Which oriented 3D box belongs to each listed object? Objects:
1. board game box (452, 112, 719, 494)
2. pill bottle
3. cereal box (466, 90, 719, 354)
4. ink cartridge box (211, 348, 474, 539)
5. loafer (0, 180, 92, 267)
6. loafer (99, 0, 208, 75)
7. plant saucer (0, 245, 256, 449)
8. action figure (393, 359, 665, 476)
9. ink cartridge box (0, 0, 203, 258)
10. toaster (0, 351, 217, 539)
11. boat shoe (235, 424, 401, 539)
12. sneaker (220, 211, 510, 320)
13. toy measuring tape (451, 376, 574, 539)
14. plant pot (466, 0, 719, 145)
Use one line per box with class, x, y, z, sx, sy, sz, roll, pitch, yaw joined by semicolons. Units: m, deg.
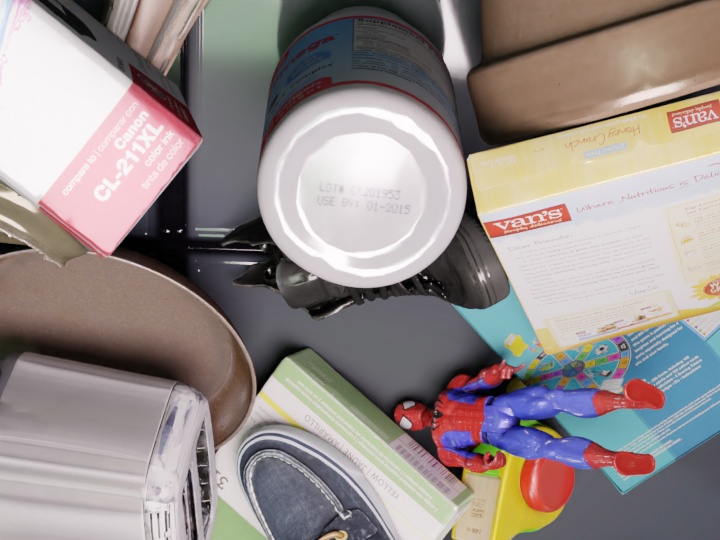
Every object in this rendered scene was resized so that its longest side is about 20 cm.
board game box;0.159;0.021;1.169;0.150;0.047;0.200;-35;109;22
pill bottle;0.001;-0.078;1.051;0.107;0.200;0.110;0;113;0
cereal box;0.147;-0.022;1.034;0.142;0.040;0.200;-14;153;9
ink cartridge box;-0.041;0.171;1.216;0.145;0.048;0.201;40;108;10
loafer;-0.236;-0.051;1.043;0.199;0.075;0.070;30;98;-18
loafer;-0.133;-0.096;1.118;0.062;0.072;0.202;14;110;-13
plant saucer;-0.159;0.047;1.165;0.198;0.032;0.201;5;137;5
action figure;0.091;0.090;1.149;0.051;0.199;0.066;13;80;-38
ink cartridge box;-0.188;-0.113;0.989;0.200;0.146;0.083;39;96;-19
toaster;-0.158;0.130;1.146;0.128;0.114;0.201;7;135;7
boat shoe;-0.013;0.180;1.132;0.071;0.091;0.201;-42;83;21
sneaker;-0.001;-0.003;1.106;0.104;0.200;0.060;-29;117;-15
toy measuring tape;0.094;0.167;1.208;0.073;0.074;0.202;12;84;-5
plant pot;0.139;-0.178;1.032;0.198;0.200;0.176;-15;94;6
